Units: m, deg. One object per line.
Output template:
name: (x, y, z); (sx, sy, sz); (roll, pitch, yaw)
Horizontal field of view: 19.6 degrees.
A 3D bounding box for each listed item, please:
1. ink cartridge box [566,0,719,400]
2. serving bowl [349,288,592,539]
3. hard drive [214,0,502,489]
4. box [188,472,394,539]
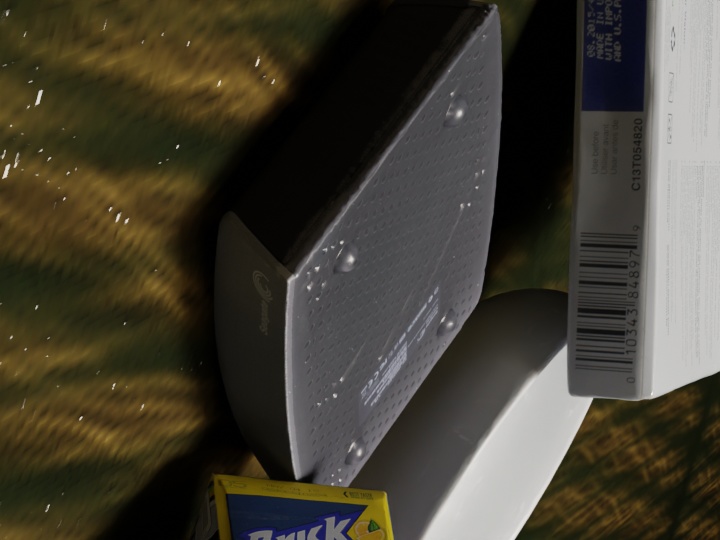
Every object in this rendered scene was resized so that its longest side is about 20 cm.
ink cartridge box: (0.137, -0.050, 0.916); (0.200, 0.040, 0.201); (-5, 96, -67)
serving bowl: (0.034, 0.088, 0.929); (0.200, 0.066, 0.200); (-52, 163, -23)
hard drive: (0.000, 0.000, 0.731); (0.135, 0.042, 0.200); (-53, 162, -23)
box: (-0.046, 0.167, 0.768); (0.065, 0.070, 0.201); (-101, -154, -47)
